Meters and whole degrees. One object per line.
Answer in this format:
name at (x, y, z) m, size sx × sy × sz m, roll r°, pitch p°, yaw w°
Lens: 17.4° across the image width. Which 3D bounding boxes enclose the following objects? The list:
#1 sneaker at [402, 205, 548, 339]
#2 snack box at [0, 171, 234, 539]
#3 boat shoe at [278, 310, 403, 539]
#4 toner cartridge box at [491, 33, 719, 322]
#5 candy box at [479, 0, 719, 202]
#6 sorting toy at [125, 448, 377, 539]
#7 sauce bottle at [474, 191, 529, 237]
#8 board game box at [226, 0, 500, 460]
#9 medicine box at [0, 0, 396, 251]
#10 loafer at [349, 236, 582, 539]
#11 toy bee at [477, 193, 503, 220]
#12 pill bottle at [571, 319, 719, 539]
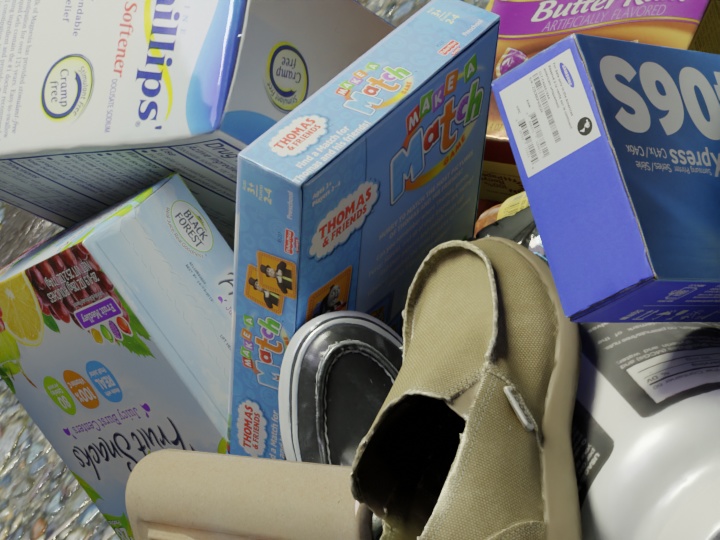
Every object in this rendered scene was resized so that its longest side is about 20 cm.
sneaker at (0.090, 0.009, 0.981) m, size 0.082 × 0.073 × 0.200 m, roll 41°, pitch 93°, yaw 33°
snack box at (-0.102, 0.053, 1.163) m, size 0.068 × 0.169 × 0.200 m, roll -39°, pitch 10°, yaw -26°
boat shoe at (0.020, 0.108, 0.911) m, size 0.072 × 0.200 × 0.068 m, roll -15°, pitch -9°, yaw -8°
toner cartridge box at (0.139, -0.031, 0.885) m, size 0.043 × 0.200 × 0.095 m, roll -28°, pitch 72°, yaw 38°
candy box at (0.126, -0.122, 1.175) m, size 0.117 × 0.056 × 0.200 m, roll 10°, pitch 56°, yaw 29°
sorting toy at (-0.033, 0.174, 0.928) m, size 0.036 × 0.200 × 0.185 m, roll -14°, pitch 7°, yaw -32°
sauce bottle at (0.143, -0.030, 1.051) m, size 0.200 × 0.066 × 0.066 m, roll -22°, pitch 35°, yaw 37°
board game box at (0.000, 0.000, 1.016) m, size 0.037 × 0.200 × 0.151 m, roll 26°, pitch 44°, yaw 23°
medicine box at (-0.085, -0.078, 1.164) m, size 0.200 × 0.182 × 0.103 m, roll -3°, pitch 72°, yaw 34°
loafer at (0.036, 0.055, 0.839) m, size 0.076 × 0.067 × 0.200 m, roll -53°, pitch 26°, yaw 32°
toy bee at (0.023, -0.058, 1.273) m, size 0.131 × 0.109 × 0.200 m, roll -36°, pitch 51°, yaw 6°
pill bottle at (0.120, 0.081, 0.868) m, size 0.116 × 0.116 × 0.200 m, roll -46°, pitch 25°, yaw 4°
